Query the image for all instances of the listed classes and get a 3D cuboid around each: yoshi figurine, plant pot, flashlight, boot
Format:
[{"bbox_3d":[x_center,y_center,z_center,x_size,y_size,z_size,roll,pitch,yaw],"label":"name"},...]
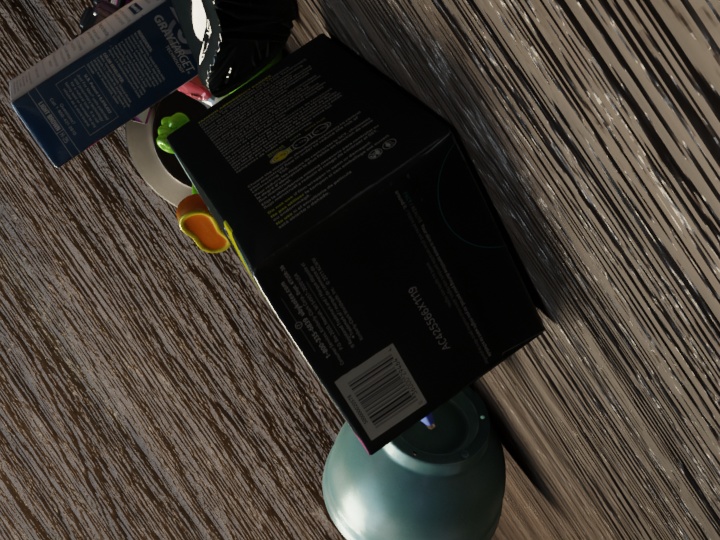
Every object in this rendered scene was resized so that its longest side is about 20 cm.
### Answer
[{"bbox_3d":[-0.099,-0.122,0.981,0.111,0.112,0.202,21,-133,-21],"label":"yoshi figurine"},{"bbox_3d":[0.066,0.192,1.266,0.201,0.198,0.135,53,148,32],"label":"plant pot"},{"bbox_3d":[-0.157,-0.173,1.085,0.198,0.069,0.067,25,152,-26],"label":"flashlight"},{"bbox_3d":[-0.120,-0.223,0.796,0.169,0.076,0.200,51,168,10],"label":"boot"}]

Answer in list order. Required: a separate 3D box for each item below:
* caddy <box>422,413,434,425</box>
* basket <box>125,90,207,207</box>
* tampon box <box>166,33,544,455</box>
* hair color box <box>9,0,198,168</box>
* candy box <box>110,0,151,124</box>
[{"bbox_3d":[0.016,0.027,0.959,0.201,0.104,0.141,55,175,8],"label":"caddy"},{"bbox_3d":[-0.162,-0.134,1.247,0.180,0.137,0.200,37,175,-8],"label":"basket"},{"bbox_3d":[-0.009,-0.024,0.723,0.151,0.126,0.200,59,175,-32],"label":"tampon box"},{"bbox_3d":[-0.164,-0.164,0.908,0.061,0.199,0.100,57,175,-24],"label":"hair color box"},{"bbox_3d":[-0.220,-0.241,1.195,0.060,0.138,0.200,15,-160,-17],"label":"candy box"}]
